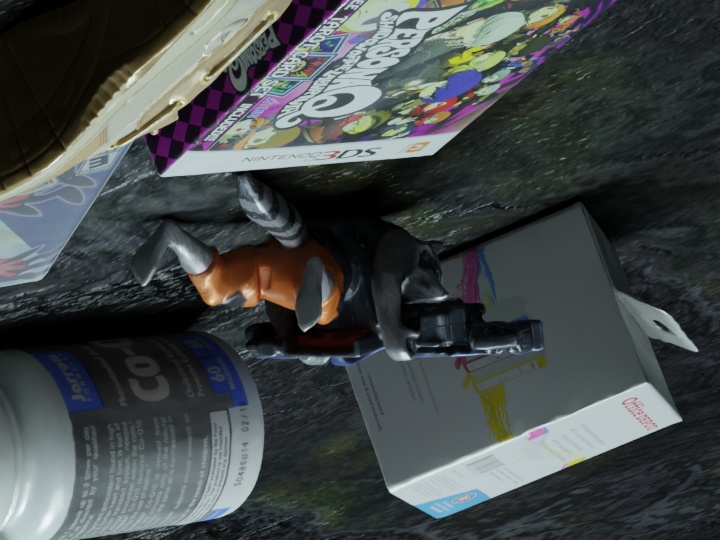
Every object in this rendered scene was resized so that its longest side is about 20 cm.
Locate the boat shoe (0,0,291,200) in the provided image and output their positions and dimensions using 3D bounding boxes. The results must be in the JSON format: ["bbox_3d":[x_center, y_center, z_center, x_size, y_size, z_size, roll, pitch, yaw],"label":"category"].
[{"bbox_3d":[-0.103,-0.086,1.310,0.200,0.074,0.069,-33,153,33],"label":"boat shoe"}]

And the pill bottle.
[{"bbox_3d":[-0.164,0.098,1.728,0.199,0.114,0.114,-5,157,-40],"label":"pill bottle"}]

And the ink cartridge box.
[{"bbox_3d":[0.102,0.054,1.869,0.199,0.126,0.129,-23,163,9],"label":"ink cartridge box"}]

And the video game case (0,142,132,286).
[{"bbox_3d":[-0.222,-0.023,1.452,0.199,0.023,0.182,-11,161,-27],"label":"video game case"}]

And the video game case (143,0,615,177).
[{"bbox_3d":[0.018,-0.109,1.439,0.181,0.036,0.200,-7,158,-40],"label":"video game case"}]

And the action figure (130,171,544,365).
[{"bbox_3d":[0.000,0.000,1.644,0.199,0.105,0.193,-1,179,29],"label":"action figure"}]
